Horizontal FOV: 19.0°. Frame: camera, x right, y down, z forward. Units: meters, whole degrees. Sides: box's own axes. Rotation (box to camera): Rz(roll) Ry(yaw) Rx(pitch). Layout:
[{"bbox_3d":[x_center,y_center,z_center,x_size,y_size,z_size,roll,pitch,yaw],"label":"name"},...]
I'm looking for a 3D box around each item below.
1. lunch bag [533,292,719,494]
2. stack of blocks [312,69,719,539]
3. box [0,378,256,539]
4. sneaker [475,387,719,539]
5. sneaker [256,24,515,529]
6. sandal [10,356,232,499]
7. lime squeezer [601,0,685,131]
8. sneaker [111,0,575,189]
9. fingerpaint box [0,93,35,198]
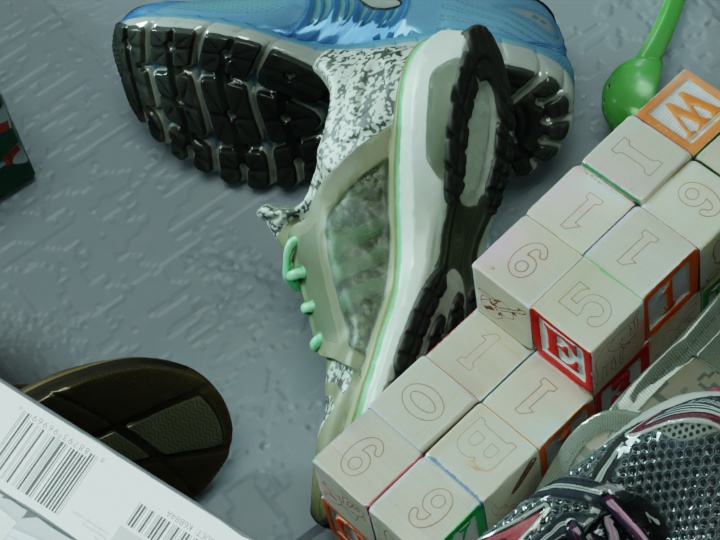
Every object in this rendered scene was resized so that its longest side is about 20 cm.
[{"bbox_3d":[0.162,0.096,0.752,0.164,0.118,0.200,39,77,25],"label":"lunch bag"},{"bbox_3d":[0.076,0.034,0.793,0.200,0.115,0.059,-42,60,-17],"label":"stack of blocks"},{"bbox_3d":[-0.132,0.151,0.733,0.156,0.041,0.200,30,73,12],"label":"box"},{"bbox_3d":[0.058,0.116,0.692,0.200,0.075,0.081,-44,64,11],"label":"sneaker"},{"bbox_3d":[0.000,0.000,0.840,0.088,0.077,0.201,9,82,29],"label":"sneaker"},{"bbox_3d":[-0.148,0.082,0.832,0.199,0.082,0.055,-26,38,0],"label":"sandal"},{"bbox_3d":[0.140,-0.052,0.893,0.070,0.038,0.201,1,53,-30],"label":"lime squeezer"},{"bbox_3d":[-0.007,-0.089,0.917,0.199,0.079,0.090,6,42,7],"label":"sneaker"},{"bbox_3d":[-0.268,-0.077,0.928,0.167,0.073,0.200,-35,62,-13],"label":"fingerpaint box"}]
